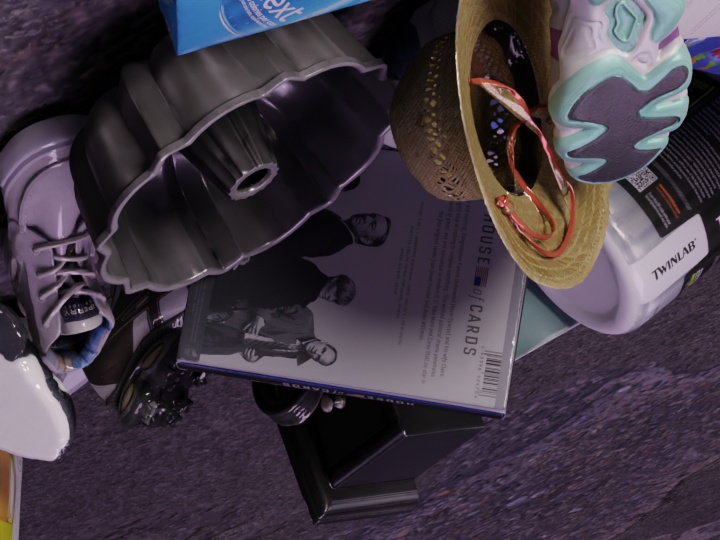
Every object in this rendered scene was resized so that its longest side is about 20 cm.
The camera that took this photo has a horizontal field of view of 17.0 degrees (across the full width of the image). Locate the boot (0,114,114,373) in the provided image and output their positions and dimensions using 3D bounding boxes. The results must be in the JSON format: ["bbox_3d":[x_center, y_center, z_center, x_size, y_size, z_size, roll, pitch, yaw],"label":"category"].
[{"bbox_3d":[-0.172,-0.010,1.434,0.073,0.096,0.200,-16,159,-14],"label":"boot"}]

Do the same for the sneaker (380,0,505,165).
[{"bbox_3d":[0.108,-0.125,1.437,0.199,0.081,0.146,-1,157,-31],"label":"sneaker"}]

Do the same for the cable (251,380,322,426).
[{"bbox_3d":[-0.063,0.036,1.566,0.097,0.200,0.050,-44,132,-8],"label":"cable"}]

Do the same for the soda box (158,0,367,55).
[{"bbox_3d":[-0.009,-0.176,1.211,0.199,0.068,0.064,-17,160,-10],"label":"soda box"}]

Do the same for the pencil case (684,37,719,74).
[{"bbox_3d":[0.223,-0.160,1.468,0.086,0.079,0.199,-22,164,36],"label":"pencil case"}]

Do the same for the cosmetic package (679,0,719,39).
[{"bbox_3d":[0.239,-0.198,1.347,0.199,0.108,0.085,-5,155,-33],"label":"cosmetic package"}]

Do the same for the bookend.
[{"bbox_3d":[0.023,0.034,1.591,0.092,0.201,0.199,-3,154,-41],"label":"bookend"}]

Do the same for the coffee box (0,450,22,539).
[{"bbox_3d":[-0.336,0.179,1.537,0.198,0.201,0.198,-3,161,5],"label":"coffee box"}]

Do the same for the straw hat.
[{"bbox_3d":[0.063,-0.085,1.320,0.085,0.203,0.201,-8,169,31],"label":"straw hat"}]

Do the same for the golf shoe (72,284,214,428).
[{"bbox_3d":[-0.108,0.000,1.511,0.200,0.094,0.078,-52,156,2],"label":"golf shoe"}]

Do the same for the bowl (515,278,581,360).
[{"bbox_3d":[0.101,0.007,1.693,0.200,0.106,0.201,-28,177,-1],"label":"bowl"}]

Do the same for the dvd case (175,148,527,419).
[{"bbox_3d":[0.000,0.000,1.439,0.198,0.152,0.025,9,165,4],"label":"dvd case"}]

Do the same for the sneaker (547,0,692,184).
[{"bbox_3d":[0.126,-0.158,1.291,0.077,0.140,0.201,-6,131,-11],"label":"sneaker"}]

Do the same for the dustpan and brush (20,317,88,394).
[{"bbox_3d":[-0.262,0.070,1.599,0.199,0.058,0.139,20,141,-34],"label":"dustpan and brush"}]

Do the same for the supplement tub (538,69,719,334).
[{"bbox_3d":[0.204,-0.059,1.583,0.200,0.123,0.123,-37,168,-24],"label":"supplement tub"}]

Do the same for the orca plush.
[{"bbox_3d":[-0.255,0.043,1.453,0.071,0.199,0.106,-69,177,-68],"label":"orca plush"}]

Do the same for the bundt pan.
[{"bbox_3d":[-0.079,-0.077,1.349,0.201,0.076,0.202,-31,161,-12],"label":"bundt pan"}]
